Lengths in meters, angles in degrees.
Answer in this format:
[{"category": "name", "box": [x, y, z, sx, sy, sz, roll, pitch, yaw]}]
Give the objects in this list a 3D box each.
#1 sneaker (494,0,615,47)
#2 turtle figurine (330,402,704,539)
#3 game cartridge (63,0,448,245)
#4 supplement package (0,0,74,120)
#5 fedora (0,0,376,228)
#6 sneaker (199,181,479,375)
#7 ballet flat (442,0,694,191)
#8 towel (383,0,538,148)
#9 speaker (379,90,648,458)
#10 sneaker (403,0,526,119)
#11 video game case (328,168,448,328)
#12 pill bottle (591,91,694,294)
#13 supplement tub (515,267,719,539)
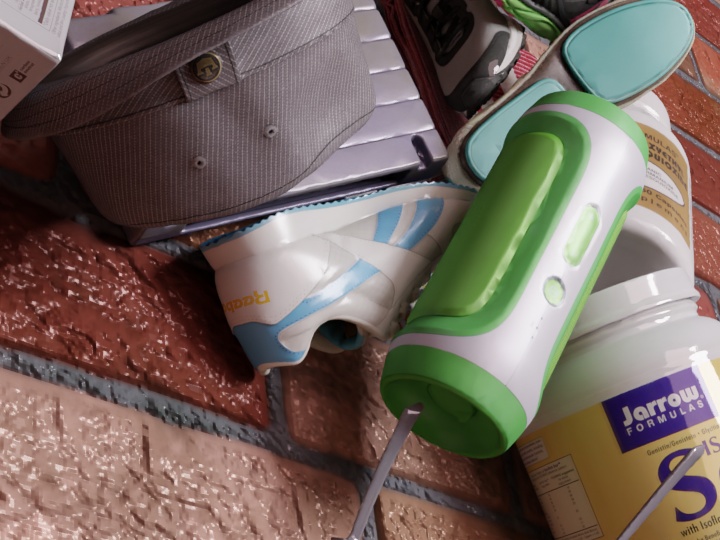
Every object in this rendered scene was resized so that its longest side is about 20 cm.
[{"category": "sneaker", "box": [0.156, -0.193, 0.941, 0.200, 0.084, 0.077, 20, 41, -49]}, {"category": "turtle figurine", "box": [0.022, 0.154, 0.597, 0.144, 0.201, 0.194, 30, 29, 26]}, {"category": "game cartridge", "box": [-0.059, -0.093, 0.754, 0.199, 0.038, 0.130, -15, 68, -34]}, {"category": "supplement package", "box": [-0.229, -0.146, 0.570, 0.200, 0.109, 0.114, 33, 40, -30]}, {"category": "fedora", "box": [-0.063, -0.083, 0.639, 0.200, 0.177, 0.091, -30, 109, -16]}, {"category": "sneaker", "box": [0.000, 0.000, 0.759, 0.200, 0.076, 0.081, -17, 89, -44]}, {"category": "ballet flat", "box": [0.133, -0.120, 0.913, 0.200, 0.062, 0.068, -34, 96, -12]}, {"category": "towel", "box": [0.104, -0.127, 1.046, 0.200, 0.023, 0.145, 13, 51, -46]}, {"category": "speaker", "box": [0.086, -0.001, 0.736, 0.088, 0.088, 0.200, 41, 61, -19]}, {"category": "sneaker", "box": [0.063, -0.180, 0.967, 0.079, 0.074, 0.201, 24, 36, -25]}, {"category": "video game case", "box": [0.052, -0.007, 0.880, 0.200, 0.018, 0.143, 58, 33, 5]}, {"category": "pill bottle", "box": [0.171, -0.047, 0.944, 0.114, 0.114, 0.200, 41, 34, -19]}, {"category": "supplement tub", "box": [0.172, 0.114, 0.797, 0.145, 0.145, 0.201, -6, 71, -53]}]
